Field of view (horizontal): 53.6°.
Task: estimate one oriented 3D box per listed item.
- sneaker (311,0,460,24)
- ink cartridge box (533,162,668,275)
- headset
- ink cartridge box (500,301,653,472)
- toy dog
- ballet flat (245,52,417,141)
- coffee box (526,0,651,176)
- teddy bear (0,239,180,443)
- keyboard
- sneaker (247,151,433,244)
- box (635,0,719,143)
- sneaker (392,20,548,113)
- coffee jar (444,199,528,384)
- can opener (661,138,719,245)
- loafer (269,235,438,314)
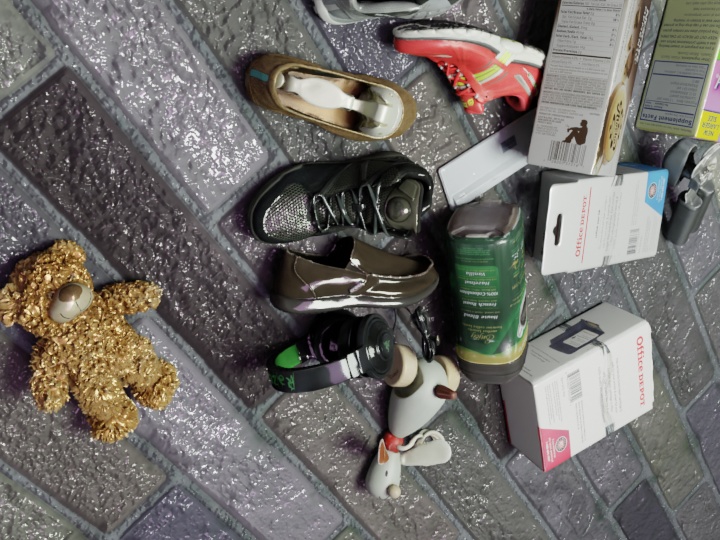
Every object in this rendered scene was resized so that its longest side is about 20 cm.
[{"bbox_3d":[0.060,-0.272,0.676,0.198,0.115,0.076,-23,117,-20],"label":"sneaker"},{"bbox_3d":[0.288,-0.069,0.901,0.197,0.067,0.118,-8,111,-27],"label":"ink cartridge box"},{"bbox_3d":[-0.003,0.091,0.763,0.198,0.123,0.095,-23,103,-29],"label":"headset"},{"bbox_3d":[0.296,0.155,0.972,0.198,0.084,0.147,-23,117,-19],"label":"ink cartridge box"},{"bbox_3d":[0.069,0.188,0.852,0.130,0.096,0.203,-11,112,-24],"label":"toy dog"},{"bbox_3d":[-0.015,-0.166,0.698,0.197,0.072,0.069,11,102,-31],"label":"ballet flat"},{"bbox_3d":[0.256,-0.212,0.795,0.112,0.079,0.204,-9,111,-59],"label":"coffee box"},{"bbox_3d":[-0.243,0.072,0.659,0.143,0.067,0.203,-19,116,-25],"label":"teddy bear"},{"bbox_3d":[0.178,-0.144,0.850,0.199,0.011,0.057,-33,115,-15],"label":"keyboard"},{"bbox_3d":[-0.011,-0.068,0.712,0.197,0.114,0.078,-15,112,-21],"label":"sneaker"},{"bbox_3d":[0.472,-0.266,0.916,0.173,0.096,0.203,2,106,-29],"label":"box"},{"bbox_3d":[0.119,-0.211,0.757,0.197,0.077,0.086,5,110,-30],"label":"sneaker"},{"bbox_3d":[0.150,0.028,0.833,0.105,0.084,0.203,-55,141,-55],"label":"coffee jar"},{"bbox_3d":[0.431,-0.107,0.949,0.053,0.067,0.201,-43,153,-9],"label":"can opener"},{"bbox_3d":[0.000,0.000,0.763,0.197,0.073,0.073,-7,109,-28],"label":"loafer"}]
